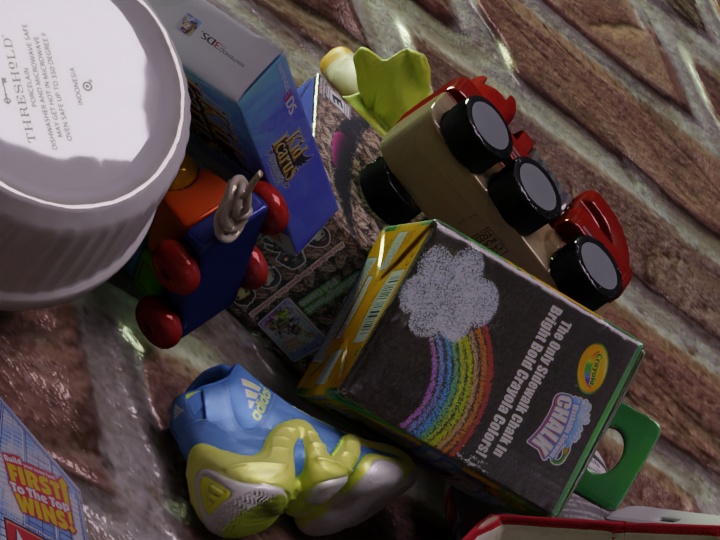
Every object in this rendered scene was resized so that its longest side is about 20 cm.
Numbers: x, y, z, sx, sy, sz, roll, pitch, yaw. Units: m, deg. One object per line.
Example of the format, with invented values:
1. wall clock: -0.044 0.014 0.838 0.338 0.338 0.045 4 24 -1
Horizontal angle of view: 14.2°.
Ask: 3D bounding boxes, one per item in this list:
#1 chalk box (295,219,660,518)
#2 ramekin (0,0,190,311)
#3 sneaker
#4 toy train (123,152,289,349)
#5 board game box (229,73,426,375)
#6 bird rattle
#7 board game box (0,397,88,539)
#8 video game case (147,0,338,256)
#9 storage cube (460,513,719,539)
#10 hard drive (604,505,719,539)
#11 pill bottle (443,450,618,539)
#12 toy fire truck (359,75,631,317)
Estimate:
1. chalk box: 0.084 0.072 1.755 0.200 0.125 0.124 32 -8 -12
2. ramekin: -0.182 -0.087 1.540 0.202 0.094 0.203 14 62 -27
3. sneaker: -0.042 0.098 1.698 0.200 0.076 0.105 6 51 -61
4. toy train: -0.106 -0.050 1.660 0.085 0.200 0.116 -35 75 -26
5. board game box: 0.000 0.000 1.898 0.200 0.097 0.160 44 24 -24
6. bird rattle: 0.037 -0.092 2.119 0.200 0.113 0.163 42 8 -36
7. board game box: -0.150 0.168 1.392 0.200 0.062 0.200 35 30 -40
8. video game case: -0.108 -0.112 1.710 0.181 0.045 0.200 35 -16 23
9. storage cube: 0.127 0.250 1.597 0.200 0.170 0.181 -36 125 -65
10. hard drive: 0.210 0.243 1.718 0.027 0.132 0.201 -19 97 -25
11. pill bottle: 0.114 0.171 1.861 0.111 0.111 0.200 37 27 -36
12. toy fire truck: 0.096 -0.051 1.908 0.176 0.129 0.200 51 32 -9
